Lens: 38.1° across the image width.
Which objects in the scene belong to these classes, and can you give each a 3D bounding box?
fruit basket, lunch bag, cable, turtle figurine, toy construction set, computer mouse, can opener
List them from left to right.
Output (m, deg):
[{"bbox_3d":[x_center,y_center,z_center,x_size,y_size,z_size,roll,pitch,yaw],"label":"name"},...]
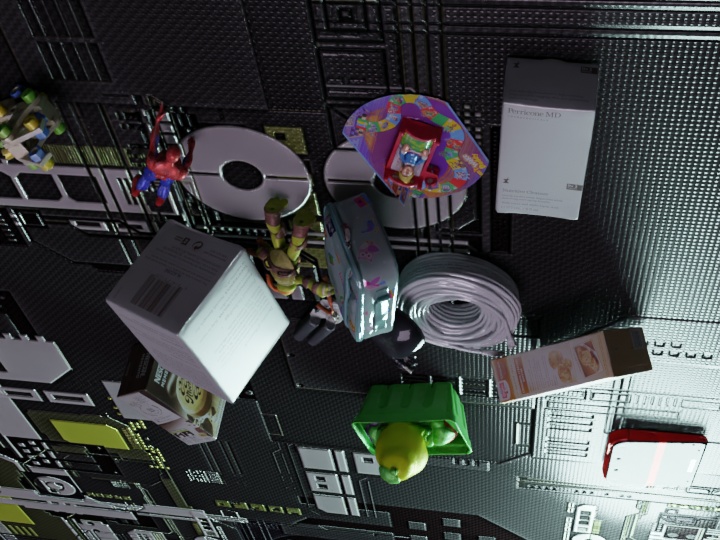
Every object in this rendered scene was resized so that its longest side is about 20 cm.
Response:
[{"bbox_3d":[-0.478,-0.183,1.380,0.197,0.133,0.093,-1,144,16],"label":"toy construction set"},{"bbox_3d":[-0.116,-0.024,1.536,0.199,0.064,0.163,36,138,33],"label":"turtle figurine"},{"bbox_3d":[-0.060,0.073,1.707,0.052,0.067,0.200,20,153,-11],"label":"can opener"},{"bbox_3d":[0.000,0.000,1.478,0.076,0.162,0.201,-14,150,-8],"label":"lunch bag"},{"bbox_3d":[0.045,0.107,1.627,0.138,0.053,0.200,45,166,0],"label":"computer mouse"},{"bbox_3d":[0.088,0.306,1.869,0.212,0.218,0.156,-5,143,22],"label":"fruit basket"},{"bbox_3d":[0.148,0.048,1.600,0.197,0.070,0.201,7,145,8],"label":"cable"}]

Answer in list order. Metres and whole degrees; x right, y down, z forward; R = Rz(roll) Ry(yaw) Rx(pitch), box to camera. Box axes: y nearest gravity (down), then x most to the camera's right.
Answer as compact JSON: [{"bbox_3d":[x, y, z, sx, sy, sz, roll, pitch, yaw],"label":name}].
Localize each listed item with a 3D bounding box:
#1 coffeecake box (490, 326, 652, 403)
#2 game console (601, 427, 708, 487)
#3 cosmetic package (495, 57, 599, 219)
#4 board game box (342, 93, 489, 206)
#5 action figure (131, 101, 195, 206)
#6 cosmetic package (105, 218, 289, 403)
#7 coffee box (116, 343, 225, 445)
[{"bbox_3d":[0.330,0.148,1.630,0.198,0.074,0.153,-20,168,36],"label":"coffeecake box"},{"bbox_3d":[0.551,0.355,1.970,0.174,0.031,0.201,0,145,7],"label":"game console"},{"bbox_3d":[0.225,-0.158,1.271,0.111,0.082,0.201,5,146,11],"label":"cosmetic package"},{"bbox_3d":[0.072,-0.146,1.365,0.156,0.039,0.200,-13,139,31],"label":"board game box"},{"bbox_3d":[-0.267,-0.158,1.431,0.064,0.100,0.200,18,167,-17],"label":"action figure"},{"bbox_3d":[-0.245,0.062,1.595,0.166,0.167,0.201,21,154,32],"label":"cosmetic package"},{"bbox_3d":[-0.348,0.228,1.951,0.079,0.114,0.200,-15,139,33],"label":"coffee box"}]
